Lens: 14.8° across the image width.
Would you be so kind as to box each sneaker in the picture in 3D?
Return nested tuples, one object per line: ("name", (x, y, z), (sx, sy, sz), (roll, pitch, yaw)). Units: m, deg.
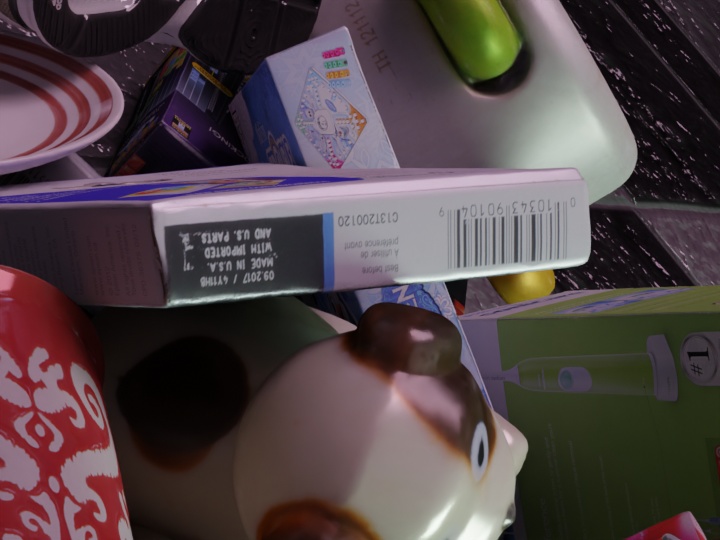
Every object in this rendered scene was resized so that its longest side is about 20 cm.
("sneaker", (-0.110, -0.140, 1.244), (0.115, 0.076, 0.200), (23, 15, 34))

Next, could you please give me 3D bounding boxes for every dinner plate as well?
("dinner plate", (-0.197, -0.067, 1.132), (0.199, 0.024, 0.200), (7, 22, -3))

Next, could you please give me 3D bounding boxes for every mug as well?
("mug", (-0.112, 0.119, 0.908), (0.177, 0.133, 0.200), (25, 31, -39))

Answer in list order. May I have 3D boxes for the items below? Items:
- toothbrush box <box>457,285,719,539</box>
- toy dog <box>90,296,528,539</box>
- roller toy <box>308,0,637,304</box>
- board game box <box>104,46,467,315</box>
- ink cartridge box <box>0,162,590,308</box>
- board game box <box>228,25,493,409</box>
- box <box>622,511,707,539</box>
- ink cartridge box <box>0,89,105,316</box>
("toothbrush box", (0.139, 0.084, 1.266), (0.086, 0.200, 0.146), (-12, 95, -38))
("toy dog", (-0.021, 0.060, 1.035), (0.194, 0.140, 0.200), (41, -17, -27))
("roller toy", (0.043, -0.094, 1.413), (0.200, 0.139, 0.183), (57, 5, -32))
("board game box", (-0.034, -0.026, 1.445), (0.200, 0.057, 0.165), (40, 19, -13))
("ink cartridge box", (-0.052, -0.016, 1.045), (0.198, 0.044, 0.200), (-6, 7, -38))
("board game box", (0.000, 0.000, 1.261), (0.200, 0.043, 0.200), (158, -89, -83))
("box", (0.141, 0.215, 1.154), (0.100, 0.095, 0.200), (-106, 169, -60))
("ink cartridge box", (-0.104, -0.001, 1.241), (0.160, 0.047, 0.200), (41, -3, 44))
